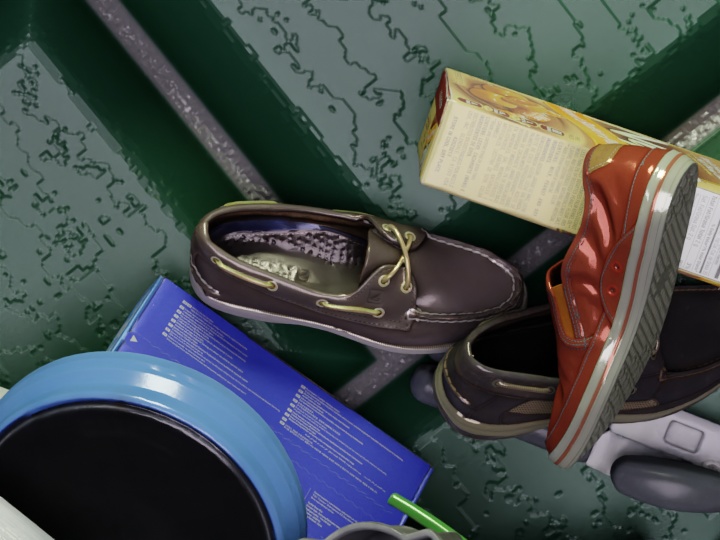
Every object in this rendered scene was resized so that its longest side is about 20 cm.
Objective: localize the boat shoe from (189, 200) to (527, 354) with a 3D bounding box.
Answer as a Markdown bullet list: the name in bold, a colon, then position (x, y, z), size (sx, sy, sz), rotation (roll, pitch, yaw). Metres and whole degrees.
- **boat shoe**: position (0.000, 0.000, 1.507), size (0.199, 0.060, 0.072), rotation (9, 66, 0)

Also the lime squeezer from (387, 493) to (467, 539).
- **lime squeezer**: position (0.085, 0.206, 1.475), size (0.070, 0.038, 0.201), rotation (-28, 81, 33)

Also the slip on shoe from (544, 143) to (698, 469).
- **slip on shoe**: position (0.130, 0.018, 1.411), size (0.061, 0.074, 0.201), rotation (23, 123, 19)

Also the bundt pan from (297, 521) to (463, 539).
- **bundt pan**: position (0.026, 0.232, 1.436), size (0.201, 0.076, 0.203), rotation (2, 95, 21)

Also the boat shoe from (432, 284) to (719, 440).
- **boat shoe**: position (0.141, 0.047, 1.494), size (0.199, 0.073, 0.075), rotation (-15, 68, -15)

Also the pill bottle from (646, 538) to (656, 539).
- **pill bottle**: position (0.092, 0.229, 1.540), size (0.199, 0.114, 0.114), rotation (-16, 102, 4)

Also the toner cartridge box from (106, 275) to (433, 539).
- **toner cartridge box**: position (-0.064, 0.101, 1.524), size (0.200, 0.043, 0.095), rotation (36, 57, -7)

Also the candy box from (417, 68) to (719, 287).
- **candy box**: position (0.133, -0.051, 1.477), size (0.199, 0.115, 0.056), rotation (18, 103, -4)

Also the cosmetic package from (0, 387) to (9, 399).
- **cosmetic package**: position (-0.208, 0.118, 1.548), size (0.199, 0.051, 0.083), rotation (20, 107, -4)

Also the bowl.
- **bowl**: position (-0.131, 0.141, 1.480), size (0.200, 0.039, 0.201), rotation (6, 120, 11)

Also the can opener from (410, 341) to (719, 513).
- **can opener**: position (0.128, 0.090, 1.533), size (0.199, 0.067, 0.054), rotation (21, 101, -5)

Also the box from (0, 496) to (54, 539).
- **box**: position (-0.242, 0.181, 1.488), size (0.158, 0.200, 0.048), rotation (39, 56, 5)
